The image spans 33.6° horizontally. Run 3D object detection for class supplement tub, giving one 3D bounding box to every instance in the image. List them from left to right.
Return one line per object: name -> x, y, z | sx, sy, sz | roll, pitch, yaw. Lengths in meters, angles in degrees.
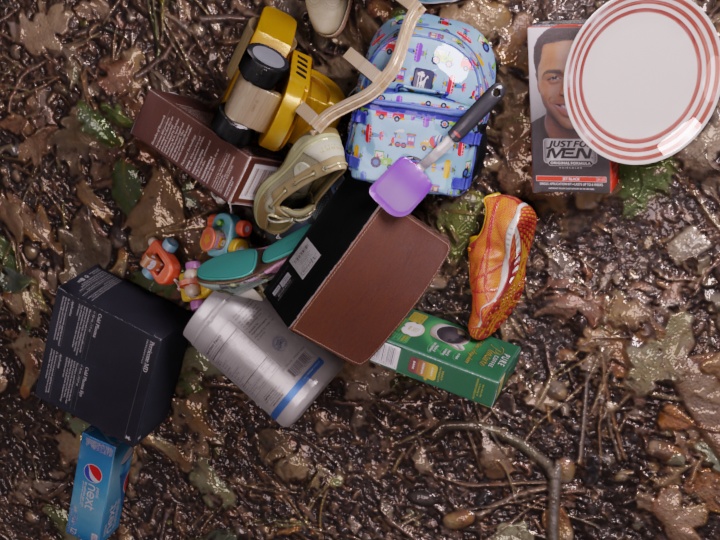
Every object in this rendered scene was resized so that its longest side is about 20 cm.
supplement tub -> -0.134, 0.109, 1.668 | 0.200, 0.132, 0.132 | 42, 119, 5

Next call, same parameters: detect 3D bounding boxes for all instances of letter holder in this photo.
letter holder -> 0.000, 0.000, 1.510 | 0.142, 0.101, 0.201 | 31, 100, -35

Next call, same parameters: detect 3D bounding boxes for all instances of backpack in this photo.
backpack -> 0.076, -0.206, 1.458 | 0.181, 0.135, 0.201 | 14, 108, 4

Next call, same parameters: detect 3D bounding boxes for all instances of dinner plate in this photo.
dinner plate -> 0.324, -0.223, 1.373 | 0.198, 0.024, 0.202 | -4, 109, -13

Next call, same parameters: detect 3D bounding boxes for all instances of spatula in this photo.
spatula -> 0.096, -0.144, 1.390 | 0.057, 0.021, 0.200 | 44, 105, -9

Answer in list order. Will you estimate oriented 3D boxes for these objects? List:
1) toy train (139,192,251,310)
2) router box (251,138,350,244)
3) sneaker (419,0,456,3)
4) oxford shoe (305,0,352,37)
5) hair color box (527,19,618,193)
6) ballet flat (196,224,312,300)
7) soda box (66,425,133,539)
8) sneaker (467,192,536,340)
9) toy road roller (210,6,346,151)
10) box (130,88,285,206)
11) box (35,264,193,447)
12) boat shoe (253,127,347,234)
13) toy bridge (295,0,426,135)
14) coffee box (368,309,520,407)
toy train -> -0.241, -0.032, 1.677 | 0.200, 0.055, 0.151 | -46, 63, 26
router box -> -0.041, -0.055, 1.607 | 0.149, 0.062, 0.201 | -26, 98, 29
sneaker -> 0.056, -0.352, 1.420 | 0.198, 0.082, 0.074 | 3, 113, -2
oxford shoe -> -0.052, -0.389, 1.482 | 0.070, 0.074, 0.202 | 5, 111, 21
hair color box -> 0.257, -0.197, 1.433 | 0.101, 0.061, 0.202 | 2, 109, 22
ballet flat -> -0.123, -0.001, 1.587 | 0.199, 0.069, 0.071 | -20, 127, 21
soda box -> -0.414, 0.336, 1.903 | 0.064, 0.068, 0.201 | 22, 116, 13
sneaker -> 0.173, -0.006, 1.546 | 0.077, 0.073, 0.201 | 28, 115, 35
toy road roller -> -0.096, -0.227, 1.512 | 0.145, 0.201, 0.123 | 23, 122, -14
box -> -0.198, -0.161, 1.575 | 0.200, 0.100, 0.075 | 37, 107, 28
box -> -0.369, 0.128, 1.787 | 0.181, 0.104, 0.201 | 26, 117, 13
boat shoe -> -0.075, -0.098, 1.496 | 0.201, 0.073, 0.063 | -48, 57, 45
toy bridge -> 0.007, -0.236, 1.399 | 0.200, 0.027, 0.067 | -49, 56, 4
coffee box -> 0.102, 0.108, 1.575 | 0.199, 0.123, 0.044 | 19, 114, 14
